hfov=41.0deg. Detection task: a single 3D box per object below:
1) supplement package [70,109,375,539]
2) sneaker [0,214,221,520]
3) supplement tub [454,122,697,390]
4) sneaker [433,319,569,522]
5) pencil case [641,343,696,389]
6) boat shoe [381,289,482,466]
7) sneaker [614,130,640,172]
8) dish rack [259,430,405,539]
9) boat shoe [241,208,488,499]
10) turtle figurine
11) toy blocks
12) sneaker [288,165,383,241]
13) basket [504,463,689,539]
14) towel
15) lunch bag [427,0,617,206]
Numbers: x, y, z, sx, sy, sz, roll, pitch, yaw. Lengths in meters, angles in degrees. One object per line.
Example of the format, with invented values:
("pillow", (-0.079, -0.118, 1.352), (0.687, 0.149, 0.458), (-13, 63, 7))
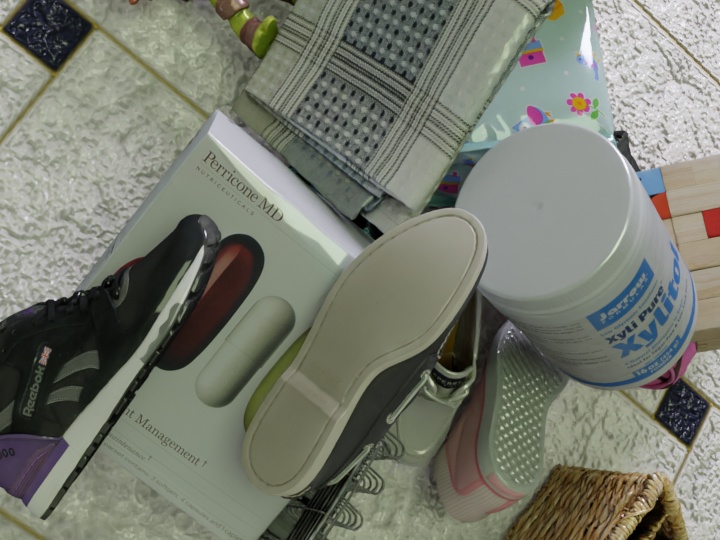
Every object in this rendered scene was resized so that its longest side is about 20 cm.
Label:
("supplement package", (-0.088, 0.035, 0.656), (0.190, 0.147, 0.201), (38, 98, -13))
("sneaker", (-0.159, 0.040, 0.539), (0.087, 0.076, 0.201), (36, 98, -6))
("supplement tub", (0.161, -0.002, 0.697), (0.200, 0.130, 0.134), (37, 67, -52))
("sneaker", (0.114, 0.124, 0.812), (0.075, 0.105, 0.201), (32, 43, -6))
("pencil case", (0.297, 0.008, 0.886), (0.093, 0.091, 0.201), (41, 68, -4))
("boat shoe", (0.058, 0.072, 0.742), (0.070, 0.070, 0.203), (5, 111, -18))
("sneaker", (0.192, -0.035, 0.858), (0.200, 0.076, 0.091), (-44, 110, -17))
("dish rack", (-0.026, 0.164, 0.676), (0.054, 0.200, 0.155), (34, 72, -6))
("boat shoe", (0.009, 0.051, 0.575), (0.072, 0.063, 0.201), (40, 93, 32))
("turtle figurine", (-0.126, -0.233, 0.752), (0.160, 0.065, 0.201), (35, 60, 6))
("toy blocks", (0.273, -0.012, 0.805), (0.134, 0.100, 0.203), (-11, 62, 15))
("sneaker", (0.000, 0.000, 0.768), (0.073, 0.082, 0.201), (-44, 101, -22))
("basket", (0.188, 0.275, 0.773), (0.143, 0.149, 0.200), (47, 69, -10))
("towel", (0.010, -0.148, 0.683), (0.192, 0.034, 0.202), (39, 104, 27))
("lunch bag", (0.084, -0.141, 0.752), (0.196, 0.122, 0.173), (-1, 66, -1))
